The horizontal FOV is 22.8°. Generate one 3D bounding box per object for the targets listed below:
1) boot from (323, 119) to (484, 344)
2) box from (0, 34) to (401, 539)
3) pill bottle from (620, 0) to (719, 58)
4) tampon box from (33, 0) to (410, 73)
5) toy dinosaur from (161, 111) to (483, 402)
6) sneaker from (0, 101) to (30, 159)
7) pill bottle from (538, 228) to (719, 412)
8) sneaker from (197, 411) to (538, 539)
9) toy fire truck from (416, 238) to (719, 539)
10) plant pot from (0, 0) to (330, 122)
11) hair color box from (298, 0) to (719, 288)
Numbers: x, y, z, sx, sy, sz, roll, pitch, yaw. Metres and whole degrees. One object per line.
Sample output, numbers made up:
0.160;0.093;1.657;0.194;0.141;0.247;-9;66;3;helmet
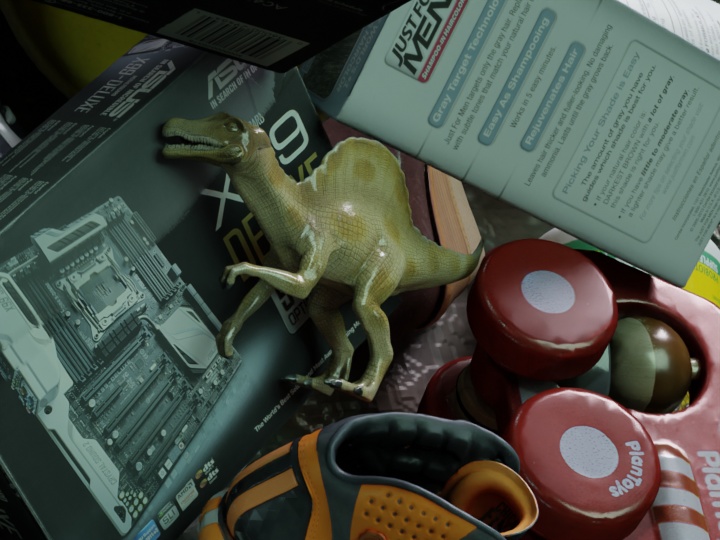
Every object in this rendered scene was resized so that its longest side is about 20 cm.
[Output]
-0.024;-0.056;0.866;0.166;0.072;0.201;-24;88;-48;boot
-0.084;0.010;0.713;0.200;0.050;0.158;-45;127;-31;box
0.117;-0.114;0.995;0.199;0.114;0.115;8;62;-39;pill bottle
-0.051;-0.196;0.637;0.149;0.126;0.202;14;76;-26;tampon box
0.000;0.000;0.720;0.199;0.058;0.102;24;80;-46;toy dinosaur
-0.171;-0.079;0.741;0.198;0.079;0.131;16;66;-23;sneaker
0.135;0.082;0.904;0.112;0.113;0.201;24;53;-30;pill bottle
0.039;0.135;0.691;0.200;0.112;0.078;43;28;-21;sneaker
0.122;0.077;0.788;0.166;0.113;0.201;5;49;-14;toy fire truck
-0.071;-0.172;0.821;0.200;0.200;0.142;37;10;-20;plant pot
0.080;-0.078;0.784;0.199;0.061;0.100;24;98;-30;hair color box
